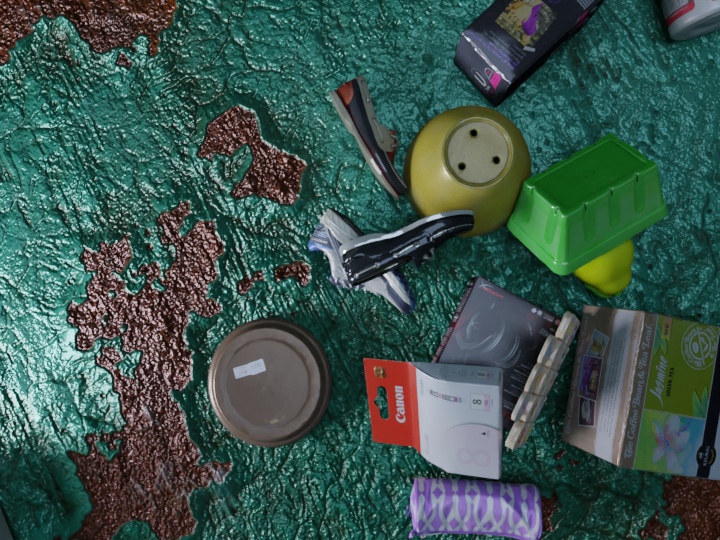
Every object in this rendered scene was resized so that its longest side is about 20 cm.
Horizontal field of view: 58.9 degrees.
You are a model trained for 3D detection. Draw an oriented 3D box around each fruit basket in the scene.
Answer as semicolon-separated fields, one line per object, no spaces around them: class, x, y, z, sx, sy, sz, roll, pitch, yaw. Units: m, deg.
fruit basket;0.335;-0.063;0.932;0.215;0.216;0.156;-38;49;1

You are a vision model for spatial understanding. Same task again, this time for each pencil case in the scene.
pencil case;0.166;0.352;0.934;0.197;0.084;0.086;0;53;4

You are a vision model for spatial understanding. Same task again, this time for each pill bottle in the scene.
pill bottle;0.489;-0.459;0.941;0.109;0.111;0.203;-15;87;2

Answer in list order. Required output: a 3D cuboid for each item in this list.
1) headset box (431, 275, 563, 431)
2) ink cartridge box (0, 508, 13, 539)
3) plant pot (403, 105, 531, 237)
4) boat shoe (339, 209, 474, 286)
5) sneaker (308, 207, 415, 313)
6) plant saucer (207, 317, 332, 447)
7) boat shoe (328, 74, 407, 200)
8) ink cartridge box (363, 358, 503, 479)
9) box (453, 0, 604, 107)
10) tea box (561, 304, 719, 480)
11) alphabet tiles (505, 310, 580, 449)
headset box;0.192;0.131;0.948;0.148;0.077;0.202;27;88;4
ink cartridge box;-0.635;0.404;0.974;0.144;0.088;0.202;-25;88;1
plant pot;0.161;-0.155;0.929;0.197;0.142;0.203;0;88;4
boat shoe;0.070;-0.031;0.896;0.198;0.076;0.061;-18;76;9
sneaker;0.000;0.000;0.974;0.200;0.077;0.085;45;100;11
plant saucer;-0.143;0.175;0.988;0.197;0.029;0.203;0;88;4
boat shoe;0.024;-0.204;0.977;0.062;0.071;0.202;-29;82;-1
ink cartridge box;0.102;0.210;0.907;0.197;0.057;0.164;0;117;13
box;0.248;-0.360;0.943;0.200;0.122;0.106;-42;87;1
tea box;0.409;0.165;0.882;0.194;0.134;0.203;10;88;-15
alphabet tiles;0.256;0.155;0.888;0.014;0.195;0.202;24;89;26
